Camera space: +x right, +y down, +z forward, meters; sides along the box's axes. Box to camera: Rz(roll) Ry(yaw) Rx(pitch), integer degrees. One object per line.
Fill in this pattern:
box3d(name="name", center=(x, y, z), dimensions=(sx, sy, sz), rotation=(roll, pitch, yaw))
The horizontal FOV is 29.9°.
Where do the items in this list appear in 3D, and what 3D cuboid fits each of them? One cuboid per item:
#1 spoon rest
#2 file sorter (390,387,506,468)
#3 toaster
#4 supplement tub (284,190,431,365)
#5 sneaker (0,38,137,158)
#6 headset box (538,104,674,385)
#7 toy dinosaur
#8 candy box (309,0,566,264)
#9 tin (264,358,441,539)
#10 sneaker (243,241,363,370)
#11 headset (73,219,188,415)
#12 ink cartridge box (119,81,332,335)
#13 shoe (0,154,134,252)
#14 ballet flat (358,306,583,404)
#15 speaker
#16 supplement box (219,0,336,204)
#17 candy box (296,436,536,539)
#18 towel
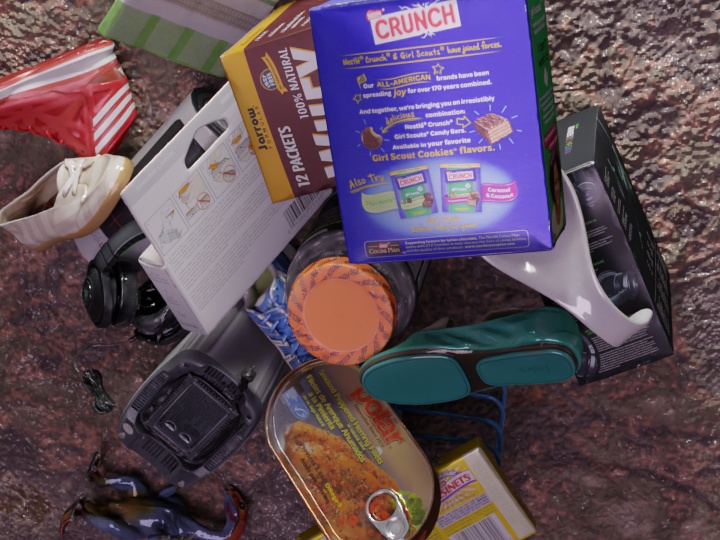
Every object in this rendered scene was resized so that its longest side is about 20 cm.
box3d(name="spoon rest", center=(0.160, -0.014, 1.096), dimensions=(0.099, 0.061, 0.200), rotation=(-41, 100, 22))
box3d(name="file sorter", center=(0.075, 0.194, 1.318), dimensions=(0.121, 0.200, 0.141), rotation=(7, 114, 6))
box3d(name="toaster", center=(-0.148, 0.113, 1.355), dimensions=(0.113, 0.130, 0.200), rotation=(38, 127, -7))
box3d(name="supplement tub", center=(0.000, 0.000, 1.249), dimensions=(0.121, 0.200, 0.124), rotation=(4, 114, 10))
box3d(name="sneaker", center=(-0.310, -0.140, 1.323), dimensions=(0.198, 0.078, 0.117), rotation=(-18, 107, 19))
box3d(name="headset box", center=(0.202, -0.033, 1.207), dimensions=(0.092, 0.175, 0.202), rotation=(-20, 108, 19))
box3d(name="toy dinosaur", center=(-0.221, 0.262, 1.497), dimensions=(0.180, 0.106, 0.200), rotation=(25, 154, -13))
box3d(name="candy box", center=(0.062, -0.116, 1.032), dimensions=(0.167, 0.077, 0.203), rotation=(-3, 109, 17))
box3d(name="tin", center=(-0.006, 0.165, 1.189), dimensions=(0.112, 0.042, 0.201), rotation=(-38, 57, 3))
box3d(name="sneaker", center=(-0.067, 0.053, 1.302), dimensions=(0.076, 0.077, 0.201), rotation=(-49, 61, 24))
box3d(name="headset", center=(-0.214, 0.041, 1.312), dimensions=(0.123, 0.094, 0.201), rotation=(22, 113, -39))
box3d(name="ink cartridge box", center=(-0.127, -0.072, 1.228), dimensions=(0.043, 0.200, 0.175), rotation=(14, 143, 42))
box3d(name="shoe", center=(-0.290, -0.067, 1.318), dimensions=(0.053, 0.071, 0.199), rotation=(30, 145, -31))
box3d(name="ballet flat", center=(0.097, 0.070, 1.161), dimensions=(0.197, 0.071, 0.068), rotation=(-9, 129, 22))
box3d(name="speaker", center=(-0.194, -0.082, 1.322), dimensions=(0.081, 0.081, 0.200), rotation=(43, 115, -8))
box3d(name="supplement box", center=(0.014, -0.174, 1.173), dimensions=(0.197, 0.198, 0.134), rotation=(-14, 109, 17))
box3d(name="candy box", center=(0.049, 0.237, 1.218), dimensions=(0.198, 0.026, 0.103), rotation=(-30, 105, 16))
box3d(name="towel", center=(-0.130, -0.273, 1.214), dimensions=(0.148, 0.031, 0.200), rotation=(15, 126, -42))
